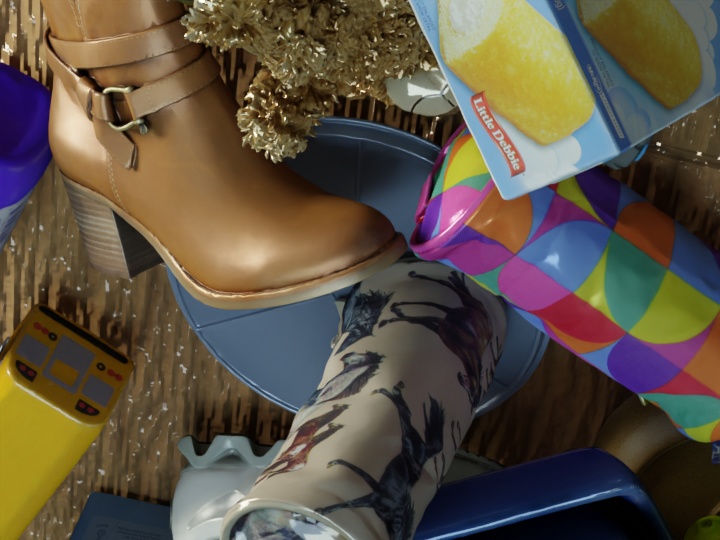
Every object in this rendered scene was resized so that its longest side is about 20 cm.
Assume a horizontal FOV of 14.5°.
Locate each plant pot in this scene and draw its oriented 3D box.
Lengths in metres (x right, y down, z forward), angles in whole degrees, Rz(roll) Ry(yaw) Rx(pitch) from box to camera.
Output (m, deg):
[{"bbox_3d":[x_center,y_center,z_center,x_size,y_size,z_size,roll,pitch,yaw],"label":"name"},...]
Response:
[{"bbox_3d":[0.077,0.202,1.367,0.199,0.180,0.200,-16,158,10],"label":"plant pot"},{"bbox_3d":[0.212,0.130,1.444,0.199,0.028,0.200,9,132,10],"label":"plant pot"}]

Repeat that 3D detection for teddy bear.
[{"bbox_3d":[0.001,-0.110,1.210,0.067,0.145,0.200,40,170,26],"label":"teddy bear"}]

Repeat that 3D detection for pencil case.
[{"bbox_3d":[0.000,0.080,1.315,0.089,0.200,0.078,-13,121,33],"label":"pencil case"},{"bbox_3d":[0.114,0.006,1.319,0.200,0.089,0.088,36,132,-22],"label":"pencil case"}]

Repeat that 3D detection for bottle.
[{"bbox_3d":[-0.214,-0.016,1.428,0.065,0.084,0.200,28,133,-6],"label":"bottle"}]

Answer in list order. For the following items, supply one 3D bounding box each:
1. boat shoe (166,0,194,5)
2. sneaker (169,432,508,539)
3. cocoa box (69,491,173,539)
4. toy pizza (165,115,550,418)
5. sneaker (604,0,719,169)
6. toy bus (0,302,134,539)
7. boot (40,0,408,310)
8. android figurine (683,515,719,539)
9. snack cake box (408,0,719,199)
[{"bbox_3d":[-0.045,-0.188,1.198,0.068,0.072,0.200,24,142,-10],"label":"boat shoe"},{"bbox_3d":[-0.007,0.135,1.472,0.199,0.089,0.074,-3,156,26],"label":"sneaker"},{"bbox_3d":[-0.075,0.227,1.554,0.199,0.134,0.131,11,131,10],"label":"cocoa box"},{"bbox_3d":[0.000,0.000,1.403,0.200,0.032,0.201,9,131,10],"label":"toy pizza"},{"bbox_3d":[0.120,-0.127,1.223,0.082,0.073,0.200,25,133,-3],"label":"sneaker"},{"bbox_3d":[-0.194,0.101,1.525,0.065,0.078,0.200,32,132,-9],"label":"toy bus"},{"bbox_3d":[-0.070,-0.070,1.308,0.200,0.077,0.156,12,120,45],"label":"boot"},{"bbox_3d":[0.252,0.141,1.396,0.182,0.041,0.200,-4,129,22],"label":"android figurine"},{"bbox_3d":[0.069,-0.143,1.145,0.067,0.115,0.200,-23,95,44],"label":"snack cake box"}]
